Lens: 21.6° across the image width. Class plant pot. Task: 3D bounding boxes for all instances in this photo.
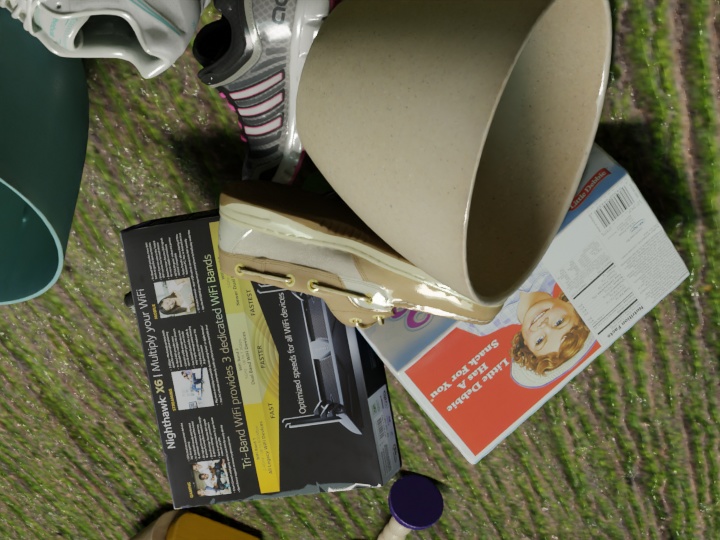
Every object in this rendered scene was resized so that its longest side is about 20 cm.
[{"bbox_3d":[-0.267,-0.098,1.232,0.199,0.162,0.201,11,149,7],"label":"plant pot"}]

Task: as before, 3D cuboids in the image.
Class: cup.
[{"bbox_3d":[0.046,-0.098,1.129,0.143,0.201,0.201,21,150,22],"label":"cup"}]

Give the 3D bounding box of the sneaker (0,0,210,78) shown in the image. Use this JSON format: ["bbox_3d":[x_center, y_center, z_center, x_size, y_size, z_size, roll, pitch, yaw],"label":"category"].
[{"bbox_3d":[-0.194,-0.182,1.167,0.199,0.081,0.071,18,147,-3],"label":"sneaker"}]

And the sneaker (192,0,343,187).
[{"bbox_3d":[-0.065,-0.126,1.212,0.087,0.074,0.200,17,144,2],"label":"sneaker"}]

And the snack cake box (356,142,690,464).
[{"bbox_3d":[0.110,0.019,1.258,0.200,0.067,0.115,-41,133,-1],"label":"snack cake box"}]

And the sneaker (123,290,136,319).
[{"bbox_3d":[-0.111,0.081,1.503,0.200,0.089,0.077,37,140,-30],"label":"sneaker"}]

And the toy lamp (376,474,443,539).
[{"bbox_3d":[0.024,0.255,1.734,0.058,0.059,0.200,18,146,-7],"label":"toy lamp"}]

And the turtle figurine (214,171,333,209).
[{"bbox_3d":[-0.028,0.012,1.392,0.143,0.199,0.195,21,133,45],"label":"turtle figurine"}]

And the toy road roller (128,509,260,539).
[{"bbox_3d":[-0.140,0.335,1.823,0.199,0.147,0.123,27,143,-19],"label":"toy road roller"}]

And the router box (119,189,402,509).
[{"bbox_3d":[-0.067,0.055,1.292,0.156,0.052,0.201,-8,97,18],"label":"router box"}]

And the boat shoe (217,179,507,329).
[{"bbox_3d":[0.000,0.000,1.204,0.199,0.074,0.067,20,113,18],"label":"boat shoe"}]
